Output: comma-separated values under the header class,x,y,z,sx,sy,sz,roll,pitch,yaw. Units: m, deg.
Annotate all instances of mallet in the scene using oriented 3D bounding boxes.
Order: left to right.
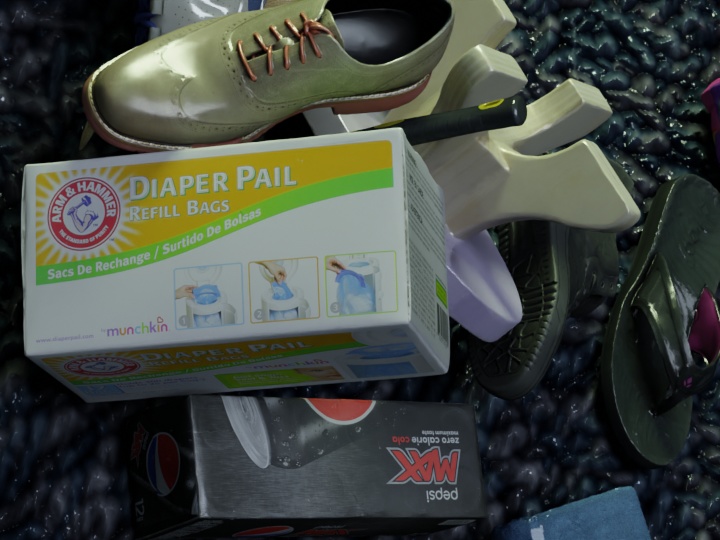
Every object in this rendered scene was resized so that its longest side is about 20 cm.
class,x,y,z,sx,sy,sz,roll,pitch,yaw
mallet,-0.005,-0.071,1.592,0.066,0.199,0.041,-65,140,-64

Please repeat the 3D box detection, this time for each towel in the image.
class,x,y,z,sx,sy,sz,roll,pitch,yaw
towel,0.137,0.232,1.729,0.111,0.048,0.201,-10,84,-41

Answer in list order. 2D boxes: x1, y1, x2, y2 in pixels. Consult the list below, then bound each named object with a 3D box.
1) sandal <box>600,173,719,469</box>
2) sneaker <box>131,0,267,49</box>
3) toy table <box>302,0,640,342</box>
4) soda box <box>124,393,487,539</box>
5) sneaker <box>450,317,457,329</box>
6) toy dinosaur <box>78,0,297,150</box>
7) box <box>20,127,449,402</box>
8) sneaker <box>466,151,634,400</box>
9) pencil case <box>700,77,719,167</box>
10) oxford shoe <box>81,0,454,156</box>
class,x,y,z,sx,sy,sz,roll,pitch,yaw
sandal,0.195,0.025,1.837,0.075,0.048,0.201,32,58,-29
sneaker,-0.100,-0.168,1.579,0.115,0.081,0.200,24,91,-20
toy table,0.060,-0.074,1.662,0.200,0.117,0.184,54,17,7
soda box,-0.028,0.107,1.621,0.200,0.063,0.071,4,75,-39
sneaker,0.000,0.000,1.662,0.200,0.082,0.070,5,73,-38
toy dinosaur,-0.085,-0.144,1.652,0.200,0.058,0.101,-29,97,-41
box,-0.063,0.000,1.520,0.113,0.199,0.102,51,36,-70
sneaker,0.116,0.005,1.756,0.104,0.060,0.200,44,42,-44
pencil case,0.280,-0.036,1.903,0.088,0.088,0.201,-14,86,-41
oxford shoe,-0.045,-0.111,1.514,0.200,0.075,0.071,-17,74,-26
